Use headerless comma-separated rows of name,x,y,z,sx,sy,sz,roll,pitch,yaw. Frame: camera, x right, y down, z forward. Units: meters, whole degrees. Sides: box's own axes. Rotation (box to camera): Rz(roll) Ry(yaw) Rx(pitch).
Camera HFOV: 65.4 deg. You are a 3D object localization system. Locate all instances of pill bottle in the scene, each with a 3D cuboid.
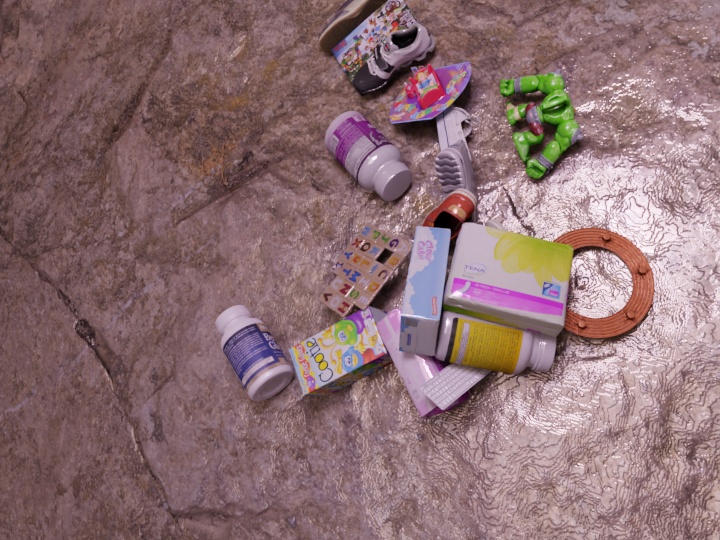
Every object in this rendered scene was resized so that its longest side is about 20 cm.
pill bottle,0.237,0.121,0.999,0.197,0.112,0.114,11,84,6
pill bottle,0.019,-0.243,1.206,0.112,0.112,0.200,-46,64,11
pill bottle,-0.242,0.178,1.249,0.111,0.111,0.201,-44,65,12

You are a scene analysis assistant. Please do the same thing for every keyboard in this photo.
keyboard,0.182,0.186,1.002,0.056,0.199,0.011,34,127,29

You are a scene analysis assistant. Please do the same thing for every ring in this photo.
ring,0.409,0.017,0.981,0.197,0.019,0.203,-4,72,11

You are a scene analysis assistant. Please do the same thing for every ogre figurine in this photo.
ogre figurine,0.345,-0.288,1.064,0.119,0.098,0.203,-21,59,33

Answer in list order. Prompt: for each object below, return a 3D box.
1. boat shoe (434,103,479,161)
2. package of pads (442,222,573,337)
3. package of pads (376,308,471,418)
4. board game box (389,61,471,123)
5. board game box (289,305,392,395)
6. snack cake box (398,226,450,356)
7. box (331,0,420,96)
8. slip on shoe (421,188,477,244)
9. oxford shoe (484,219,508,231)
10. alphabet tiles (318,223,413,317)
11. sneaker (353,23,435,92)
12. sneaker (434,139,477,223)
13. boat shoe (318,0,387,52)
boat shoe,0.199,-0.291,1.138,0.085,0.075,0.204,-8,54,10
package of pads,0.251,0.009,0.952,0.197,0.068,0.156,13,65,10
package of pads,0.118,0.169,1.063,0.075,0.120,0.202,-39,64,27
board game box,0.132,-0.381,1.165,0.199,0.039,0.159,11,64,51
board game box,-0.028,0.169,1.149,0.199,0.103,0.106,-30,68,18
snack cake box,0.115,0.034,1.001,0.066,0.116,0.202,7,52,9
box,0.044,-0.520,1.292,0.199,0.038,0.138,-36,66,16
slip on shoe,0.156,-0.081,1.071,0.074,0.200,0.061,35,63,0
oxford shoe,0.276,-0.005,1.048,0.057,0.075,0.202,-23,73,-1
alphabet tiles,0.000,0.000,1.161,0.201,0.008,0.167,-51,39,-9
sneaker,0.057,-0.465,1.207,0.199,0.088,0.075,-31,73,19
sneaker,0.198,-0.153,1.075,0.074,0.202,0.082,17,49,32
boat shoe,-0.022,-0.603,1.329,0.200,0.072,0.066,-37,56,15
